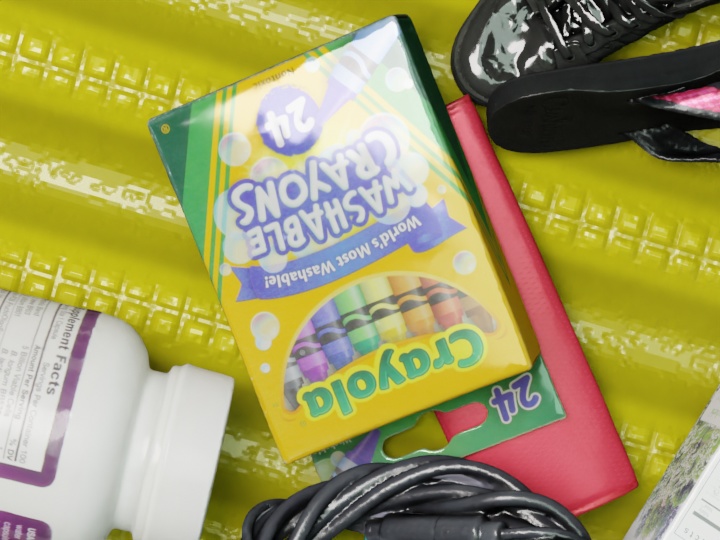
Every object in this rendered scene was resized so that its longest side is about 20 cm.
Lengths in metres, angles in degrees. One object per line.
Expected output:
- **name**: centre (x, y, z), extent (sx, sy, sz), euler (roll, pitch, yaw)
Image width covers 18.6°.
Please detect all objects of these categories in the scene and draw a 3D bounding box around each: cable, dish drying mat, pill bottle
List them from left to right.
- **pill bottle**: centre (-0.160, 0.065, 0.978), extent (0.198, 0.112, 0.113), euler (14, 90, -4)
- **cable**: centre (0.028, 0.156, 0.964), extent (0.163, 0.051, 0.200), euler (-45, 63, -8)
- **dish drying mat**: centre (0.058, 0.025, 1.033), extent (0.076, 0.018, 0.202), euler (-24, 92, 8)

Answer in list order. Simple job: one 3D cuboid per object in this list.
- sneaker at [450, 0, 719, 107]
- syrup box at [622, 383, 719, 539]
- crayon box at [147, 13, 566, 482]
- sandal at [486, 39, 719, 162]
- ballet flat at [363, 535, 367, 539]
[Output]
- **sneaker**: centre (0.132, -0.139, 0.994), extent (0.199, 0.104, 0.060), euler (-29, 93, -2)
- **syrup box**: centre (0.180, 0.115, 1.013), extent (0.081, 0.079, 0.201), euler (31, 89, 0)
- **crayon box**: centre (0.000, 0.000, 1.003), extent (0.125, 0.052, 0.202), euler (-22, 93, 12)
- **sandal**: centre (0.158, -0.071, 1.009), extent (0.198, 0.075, 0.045), euler (-10, 62, 1)
- **ballet flat**: centre (0.050, 0.202, 1.010), extent (0.067, 0.070, 0.202), euler (-29, 60, 24)
